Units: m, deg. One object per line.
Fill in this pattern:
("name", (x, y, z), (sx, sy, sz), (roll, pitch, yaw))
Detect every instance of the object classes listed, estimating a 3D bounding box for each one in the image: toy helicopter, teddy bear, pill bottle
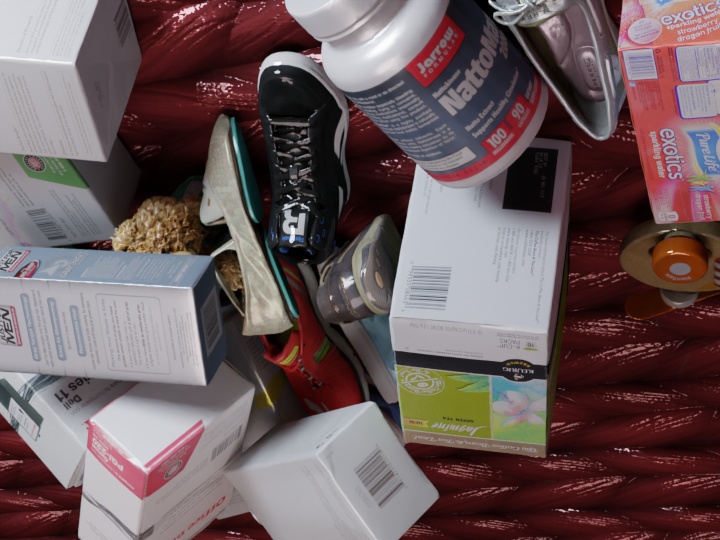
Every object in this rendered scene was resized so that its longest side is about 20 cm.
("toy helicopter", (0.317, 0.007, 1.434), (0.198, 0.079, 0.132), (17, 145, -12))
("teddy bear", (-0.177, 0.023, 1.504), (0.144, 0.067, 0.201), (9, 133, -26))
("pill bottle", (0.040, -0.165, 1.247), (0.119, 0.120, 0.200), (-20, 133, 37))

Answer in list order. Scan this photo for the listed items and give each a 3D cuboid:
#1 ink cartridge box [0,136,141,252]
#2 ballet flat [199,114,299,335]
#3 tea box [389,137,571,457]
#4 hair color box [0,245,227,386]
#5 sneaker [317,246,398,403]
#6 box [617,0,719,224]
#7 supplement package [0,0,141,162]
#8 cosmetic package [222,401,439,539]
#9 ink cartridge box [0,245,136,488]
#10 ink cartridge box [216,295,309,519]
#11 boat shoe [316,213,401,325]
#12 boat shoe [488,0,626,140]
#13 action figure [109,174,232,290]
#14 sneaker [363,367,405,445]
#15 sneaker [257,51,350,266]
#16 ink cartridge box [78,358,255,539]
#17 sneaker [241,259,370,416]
("ink cartridge box", (-0.321, -0.093, 1.484), (0.198, 0.088, 0.146), (-8, 139, 22))
("ballet flat", (-0.110, -0.034, 1.445), (0.062, 0.067, 0.202), (-16, 103, 5))
("tea box", (0.108, 0.021, 1.408), (0.132, 0.201, 0.198), (4, 143, 10))
("hair color box", (-0.222, 0.039, 1.432), (0.198, 0.061, 0.100), (3, 119, 15))
("sneaker", (0.021, 0.038, 1.588), (0.081, 0.074, 0.201), (-27, 131, 3))
("box", (0.260, -0.134, 1.241), (0.102, 0.095, 0.201), (-2, 142, 20))
("supplement package", (-0.295, -0.177, 1.333), (0.198, 0.121, 0.122), (6, 145, 9))
("cosmetic package", (-0.030, 0.195, 1.505), (0.113, 0.081, 0.200), (55, 151, -10))
("ink cartridge box", (-0.284, 0.087, 1.593), (0.200, 0.146, 0.083), (46, 141, 10))
("ink cartridge box", (-0.120, 0.134, 1.663), (0.144, 0.083, 0.201), (-18, 105, 35))
("boat shoe", (0.000, 0.000, 1.443), (0.073, 0.200, 0.075), (-22, 94, 12))
("boat shoe", (0.148, -0.183, 1.235), (0.074, 0.065, 0.202), (-10, 138, 28))
("action figure", (-0.155, -0.033, 1.547), (0.117, 0.055, 0.200), (26, 138, -13))
("sneaker", (-0.035, 0.136, 1.707), (0.198, 0.083, 0.074), (22, 145, -3))
("sneaker", (-0.048, -0.080, 1.395), (0.072, 0.113, 0.201), (1, 143, 13))
("ink cartridge box", (-0.185, 0.183, 1.553), (0.085, 0.145, 0.201), (37, 141, 20))
("sneaker", (-0.061, 0.079, 1.569), (0.077, 0.085, 0.201), (-23, 100, 26))
